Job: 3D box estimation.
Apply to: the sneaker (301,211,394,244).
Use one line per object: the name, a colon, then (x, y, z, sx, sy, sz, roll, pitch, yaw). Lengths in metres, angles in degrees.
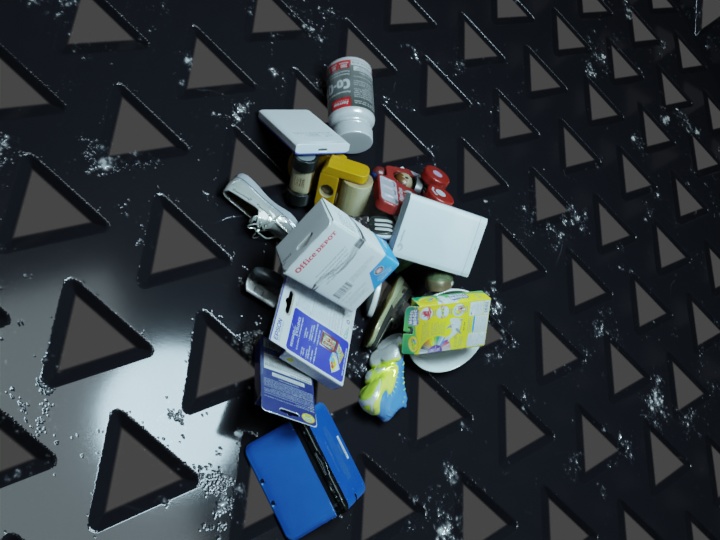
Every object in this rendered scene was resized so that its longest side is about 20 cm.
sneaker: (-0.029, -0.060, 1.635, 0.196, 0.117, 0.076, 8, 47, -1)

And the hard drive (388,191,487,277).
hard drive: (0.162, -0.072, 1.620, 0.197, 0.027, 0.134, 15, 99, -26)

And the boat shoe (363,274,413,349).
boat shoe: (0.068, 0.097, 1.710, 0.066, 0.072, 0.202, 34, 51, -10)

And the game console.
game console: (-0.104, 0.386, 1.508, 0.202, 0.117, 0.170, 63, 21, 5)

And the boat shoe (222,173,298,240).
boat shoe: (-0.208, -0.108, 1.616, 0.202, 0.074, 0.086, 45, 53, -6)

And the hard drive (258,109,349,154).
hard drive: (-0.127, -0.306, 1.702, 0.130, 0.026, 0.200, -7, 34, -30)

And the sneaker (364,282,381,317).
sneaker: (0.000, 0.000, 1.718, 0.097, 0.071, 0.204, 8, 79, -7)

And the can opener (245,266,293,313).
can opener: (-0.146, 0.061, 1.588, 0.198, 0.067, 0.054, 33, 55, -17)

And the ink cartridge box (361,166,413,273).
ink cartridge box: (0.091, -0.119, 1.808, 0.144, 0.084, 0.201, -35, 91, -39)

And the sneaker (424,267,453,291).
sneaker: (0.181, -0.025, 1.726, 0.200, 0.066, 0.092, -47, 136, -66)

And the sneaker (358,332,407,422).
sneaker: (0.062, 0.235, 1.660, 0.105, 0.075, 0.201, 51, 49, -27)

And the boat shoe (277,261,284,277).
boat shoe: (-0.103, -0.037, 1.656, 0.071, 0.070, 0.200, 48, 52, -6)

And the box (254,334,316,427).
box: (-0.146, 0.218, 1.488, 0.120, 0.033, 0.201, 24, 29, -23)

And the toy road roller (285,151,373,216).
toy road roller: (-0.064, -0.212, 1.704, 0.197, 0.124, 0.147, 19, 41, 3)

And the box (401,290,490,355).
box: (0.177, 0.113, 1.655, 0.197, 0.048, 0.119, -5, 114, -23)

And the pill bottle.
pill bottle: (-0.023, -0.389, 1.831, 0.112, 0.114, 0.203, 10, 65, -29)

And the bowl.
bowl: (0.177, 0.119, 1.735, 0.198, 0.090, 0.205, -8, 113, -19)

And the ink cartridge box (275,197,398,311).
ink cartridge box: (-0.046, -0.027, 1.525, 0.199, 0.145, 0.084, 32, 21, -40)

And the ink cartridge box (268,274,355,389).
ink cartridge box: (-0.100, 0.106, 1.550, 0.199, 0.047, 0.200, 36, 47, -29)

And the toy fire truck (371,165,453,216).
toy fire truck: (0.102, -0.168, 1.689, 0.166, 0.113, 0.201, 23, 33, -18)
